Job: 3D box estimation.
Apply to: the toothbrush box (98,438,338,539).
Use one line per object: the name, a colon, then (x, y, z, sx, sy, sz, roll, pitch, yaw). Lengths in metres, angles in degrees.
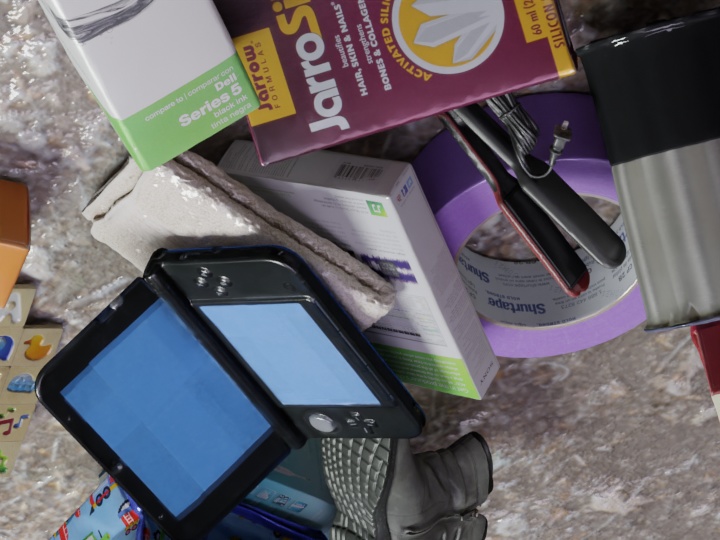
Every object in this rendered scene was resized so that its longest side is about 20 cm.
toothbrush box: (-0.078, 0.180, 1.810, 0.200, 0.086, 0.146, 24, 129, -30)

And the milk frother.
milk frother: (0.259, -0.076, 1.474, 0.180, 0.189, 0.200, -15, -179, -30)

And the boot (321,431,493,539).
boot: (0.040, 0.144, 1.730, 0.130, 0.068, 0.201, -25, 133, -34)

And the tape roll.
tape roll: (0.126, -0.028, 1.632, 0.199, 0.066, 0.201, -5, 137, -4)

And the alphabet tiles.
alphabet tiles: (-0.300, 0.093, 1.668, 0.166, 0.006, 0.201, 1, 122, -38)

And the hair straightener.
hair straightener: (0.106, -0.082, 1.510, 0.077, 0.041, 0.200, -36, 90, 37)

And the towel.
towel: (-0.083, -0.008, 1.572, 0.200, 0.035, 0.132, 33, 149, -12)

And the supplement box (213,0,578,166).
supplement box: (0.021, -0.147, 1.433, 0.199, 0.086, 0.111, -17, 101, 8)

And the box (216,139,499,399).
box: (0.000, 0.000, 1.594, 0.144, 0.036, 0.200, 11, 141, 34)

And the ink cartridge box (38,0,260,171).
ink cartridge box: (-0.148, -0.179, 1.338, 0.084, 0.146, 0.200, -30, 135, -5)

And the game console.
game console: (-0.083, 0.089, 1.573, 0.170, 0.119, 0.200, -2, 141, 36)

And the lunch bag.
lunch bag: (-0.126, 0.233, 1.742, 0.200, 0.094, 0.151, 16, 131, -37)

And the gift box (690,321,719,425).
gift box: (0.341, 0.069, 1.689, 0.199, 0.185, 0.187, -11, 137, 11)

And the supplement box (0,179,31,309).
supplement box: (-0.319, -0.034, 1.546, 0.199, 0.069, 0.067, 13, 132, -20)
